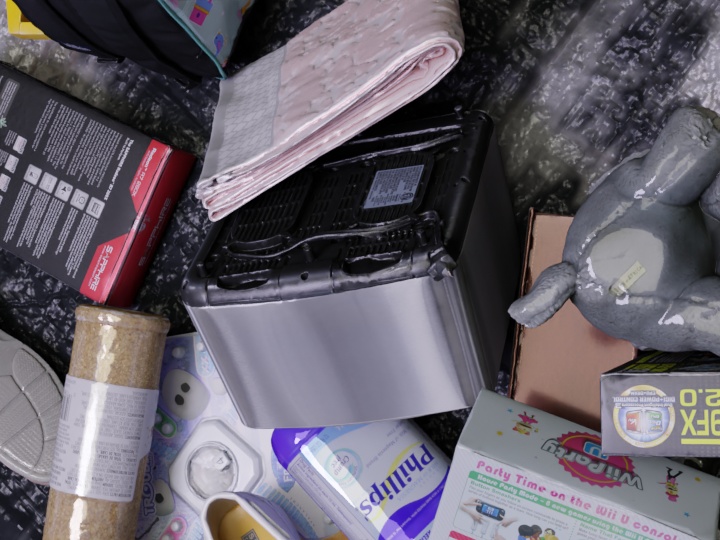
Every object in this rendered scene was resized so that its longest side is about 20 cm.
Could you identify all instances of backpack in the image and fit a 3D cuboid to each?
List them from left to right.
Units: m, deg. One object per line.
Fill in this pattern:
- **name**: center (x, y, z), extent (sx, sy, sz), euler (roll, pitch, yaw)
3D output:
- **backpack**: center (-0.166, -0.225, 0.949), extent (0.175, 0.200, 0.154), euler (20, 89, 22)

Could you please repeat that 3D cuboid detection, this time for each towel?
- **towel**: center (-0.019, -0.129, 0.922), extent (0.190, 0.200, 0.032), euler (-30, 114, 16)

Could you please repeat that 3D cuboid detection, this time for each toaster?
- **toaster**: center (0.000, 0.000, 0.891), extent (0.179, 0.201, 0.119), euler (-9, 122, 19)

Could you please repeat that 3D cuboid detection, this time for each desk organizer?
- **desk organizer**: center (0.137, 0.067, 0.897), extent (0.076, 0.072, 0.202), euler (7, 87, 19)

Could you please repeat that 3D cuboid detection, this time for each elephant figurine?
- **elephant figurine**: center (0.194, -0.012, 0.809), extent (0.154, 0.200, 0.143), euler (24, 98, 13)

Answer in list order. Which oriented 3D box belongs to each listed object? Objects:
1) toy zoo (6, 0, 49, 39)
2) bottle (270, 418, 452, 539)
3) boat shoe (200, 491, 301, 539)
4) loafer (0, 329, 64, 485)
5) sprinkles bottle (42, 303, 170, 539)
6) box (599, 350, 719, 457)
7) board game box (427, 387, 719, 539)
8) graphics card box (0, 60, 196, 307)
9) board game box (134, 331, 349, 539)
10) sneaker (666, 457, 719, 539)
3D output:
- **toy zoo**: center (-0.198, -0.241, 1.081), extent (0.198, 0.020, 0.133), euler (3, 86, 21)
- **bottle**: center (0.032, 0.156, 0.922), extent (0.083, 0.065, 0.200), euler (-40, 81, -16)
- **boat shoe**: center (-0.040, 0.220, 0.905), extent (0.071, 0.070, 0.201), euler (-37, 63, 4)
- **loafer**: center (-0.274, 0.084, 1.067), extent (0.072, 0.063, 0.200), euler (-39, 73, -21)
- **sprinkles bottle**: center (-0.178, 0.127, 0.985), extent (0.068, 0.068, 0.202), euler (8, 88, 21)
- **box**: center (0.228, 0.070, 0.791), extent (0.159, 0.200, 0.045), euler (-2, 90, 20)
- **board game box**: center (0.105, 0.187, 0.822), extent (0.146, 0.064, 0.201), euler (21, 122, 9)
- **graphics card box**: center (-0.232, -0.070, 1.062), extent (0.199, 0.051, 0.126), euler (26, 95, 20)
- **board game box**: center (-0.105, 0.142, 1.006), extent (0.198, 0.026, 0.202), euler (-10, 82, 20)
- **sneaker**: center (0.233, 0.190, 0.853), extent (0.201, 0.078, 0.089), euler (57, 145, 2)
